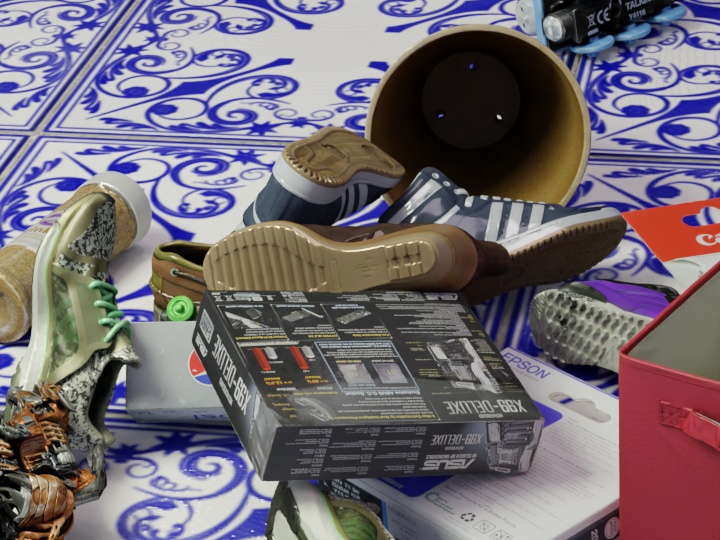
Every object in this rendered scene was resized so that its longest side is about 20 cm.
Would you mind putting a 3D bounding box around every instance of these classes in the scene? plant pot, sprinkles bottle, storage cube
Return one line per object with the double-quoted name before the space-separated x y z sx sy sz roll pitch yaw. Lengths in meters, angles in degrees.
"plant pot" 0.098 -0.134 1.958 0.186 0.187 0.200 -2 14 1
"sprinkles bottle" -0.250 -0.013 1.865 0.068 0.068 0.200 10 31 24
"storage cube" 0.282 0.112 1.452 0.171 0.180 0.200 17 34 33

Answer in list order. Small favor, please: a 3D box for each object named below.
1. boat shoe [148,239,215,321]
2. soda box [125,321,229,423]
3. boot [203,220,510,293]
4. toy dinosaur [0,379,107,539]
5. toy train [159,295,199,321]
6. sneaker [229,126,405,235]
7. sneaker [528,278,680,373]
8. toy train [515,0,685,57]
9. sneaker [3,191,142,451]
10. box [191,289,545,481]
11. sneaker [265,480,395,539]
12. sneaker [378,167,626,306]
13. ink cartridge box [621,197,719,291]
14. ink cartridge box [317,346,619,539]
"boat shoe" -0.071 0.012 1.798 0.200 0.068 0.072 0 27 4
"soda box" -0.071 0.074 1.658 0.200 0.068 0.063 -2 -13 3
"boot" 0.000 0.000 1.688 0.200 0.072 0.166 -3 -2 20
"toy dinosaur" -0.239 0.153 1.515 0.136 0.102 0.200 2 26 -7
"toy train" -0.060 0.048 1.745 0.200 0.042 0.056 -2 71 11
"sneaker" -0.037 -0.049 1.783 0.070 0.109 0.200 35 18 13
"sneaker" 0.230 0.049 1.701 0.099 0.070 0.200 -17 32 -38
"toy train" 0.249 -0.279 2.321 0.200 0.087 0.114 -25 26 -32
"sneaker" -0.190 0.044 1.630 0.089 0.200 0.077 10 -2 23
"box" 0.004 0.075 1.531 0.200 0.050 0.158 0 34 -25
"sneaker" 0.009 0.192 1.439 0.089 0.077 0.200 0 27 -23
"sneaker" 0.111 -0.038 1.832 0.200 0.070 0.109 -17 55 -21
"ink cartridge box" 0.323 -0.010 1.763 0.162 0.057 0.200 -9 46 -25
"ink cartridge box" 0.106 0.138 1.568 0.200 0.043 0.198 -26 36 -34
